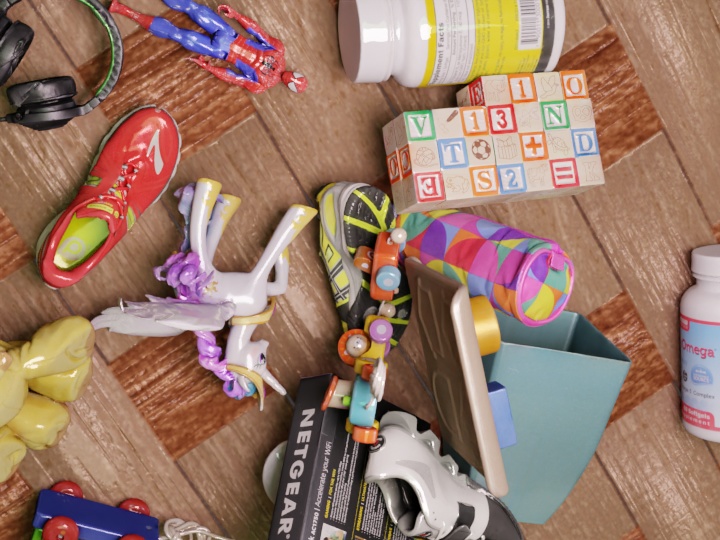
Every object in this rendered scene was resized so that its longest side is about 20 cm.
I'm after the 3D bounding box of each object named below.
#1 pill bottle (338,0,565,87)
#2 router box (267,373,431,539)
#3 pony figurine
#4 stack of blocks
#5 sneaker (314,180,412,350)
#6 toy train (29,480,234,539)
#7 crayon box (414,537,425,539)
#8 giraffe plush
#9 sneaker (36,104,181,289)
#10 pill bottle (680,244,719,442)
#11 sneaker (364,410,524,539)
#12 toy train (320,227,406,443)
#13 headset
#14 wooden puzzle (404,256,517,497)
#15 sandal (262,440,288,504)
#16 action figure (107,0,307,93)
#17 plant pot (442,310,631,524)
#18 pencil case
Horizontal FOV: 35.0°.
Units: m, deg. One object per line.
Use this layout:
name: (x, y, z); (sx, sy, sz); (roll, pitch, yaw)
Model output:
pill bottle: (0.085, -0.237, 1.104); (0.199, 0.114, 0.115); (-6, 101, -12)
router box: (-0.009, 0.218, 1.102); (0.149, 0.051, 0.201); (32, 57, -36)
pony figurine: (-0.144, 0.020, 1.088); (0.193, 0.166, 0.201); (15, 80, -23)
stack of blocks: (0.126, -0.125, 1.101); (0.199, 0.059, 0.116); (-8, 85, -20)
sneaker: (0.000, 0.000, 1.150); (0.075, 0.076, 0.201); (-20, 120, -31)
toy train: (-0.237, 0.295, 1.139); (0.199, 0.085, 0.116); (19, 105, -16)
crayon box: (0.030, 0.340, 1.202); (0.199, 0.051, 0.127); (14, 119, -14)
giraffe plush: (-0.364, 0.088, 1.045); (0.162, 0.200, 0.173); (31, 106, 16)
sneaker: (-0.231, -0.063, 1.073); (0.077, 0.085, 0.200); (33, 91, -17)
pill bottle: (0.402, 0.077, 1.236); (0.108, 0.109, 0.201); (-7, 101, -12)
sneaker: (0.074, 0.233, 1.096); (0.200, 0.074, 0.089); (44, 49, -16)
toy train: (0.002, 0.058, 1.054); (0.055, 0.200, 0.151); (8, 134, 3)
headset: (-0.308, -0.174, 1.031); (0.200, 0.094, 0.124); (-37, 105, 1)
wooden puzzle: (0.095, 0.086, 1.035); (0.046, 0.200, 0.186); (-14, 101, -7)
sandal: (-0.026, 0.229, 1.190); (0.079, 0.059, 0.207); (-41, 123, 14)
action figure: (-0.139, -0.221, 1.089); (0.200, 0.052, 0.066); (26, 88, -18)
plant pot: (0.161, 0.149, 1.179); (0.141, 0.141, 0.201); (10, 105, -15)
pencil case: (0.113, -0.015, 1.107); (0.088, 0.200, 0.089); (-19, 121, -34)
